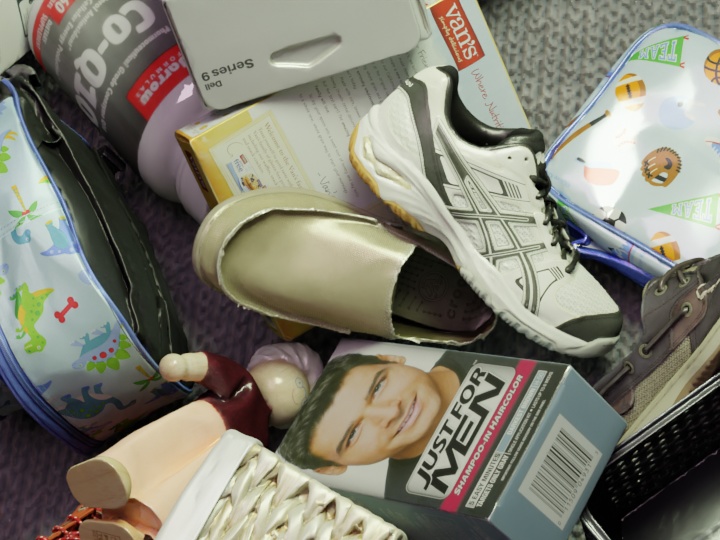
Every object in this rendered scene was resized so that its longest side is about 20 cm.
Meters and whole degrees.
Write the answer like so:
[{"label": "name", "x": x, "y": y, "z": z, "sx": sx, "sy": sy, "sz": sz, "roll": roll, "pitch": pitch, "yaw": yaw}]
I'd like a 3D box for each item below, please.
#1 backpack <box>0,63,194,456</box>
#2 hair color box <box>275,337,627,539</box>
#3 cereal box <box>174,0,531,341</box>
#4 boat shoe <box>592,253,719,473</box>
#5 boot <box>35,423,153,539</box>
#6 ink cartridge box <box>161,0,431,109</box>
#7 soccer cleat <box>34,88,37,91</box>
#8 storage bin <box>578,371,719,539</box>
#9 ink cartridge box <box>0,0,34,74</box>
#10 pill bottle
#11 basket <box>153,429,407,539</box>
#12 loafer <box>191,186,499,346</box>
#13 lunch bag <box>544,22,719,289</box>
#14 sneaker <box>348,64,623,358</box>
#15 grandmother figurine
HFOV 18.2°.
[{"label": "backpack", "x": -0.196, "y": 0.012, "z": 1.357, "sx": 0.147, "sy": 0.183, "sz": 0.201, "roll": -32, "pitch": 66, "yaw": 4}, {"label": "hair color box", "x": 0.044, "y": 0.101, "z": 1.262, "sx": 0.199, "sy": 0.061, "sz": 0.099, "roll": 4, "pitch": 57, "yaw": 52}, {"label": "cereal box", "x": 0.005, "y": -0.068, "z": 1.363, "sx": 0.199, "sy": 0.144, "sz": 0.040, "roll": -30, "pitch": 21, "yaw": -12}, {"label": "boat shoe", "x": 0.185, "y": 0.027, "z": 1.261, "sx": 0.065, "sy": 0.072, "sz": 0.201, "roll": 38, "pitch": 121, "yaw": 16}, {"label": "boot", "x": -0.148, "y": 0.164, "z": 1.303, "sx": 0.075, "sy": 0.107, "sz": 0.201, "roll": 13, "pitch": 64, "yaw": 22}, {"label": "ink cartridge box", "x": -0.046, "y": -0.200, "z": 1.361, "sx": 0.145, "sy": 0.084, "sz": 0.200, "roll": -18, "pitch": 36, "yaw": 4}, {"label": "soccer cleat", "x": -0.302, "y": -0.093, "z": 1.466, "sx": 0.199, "sy": 0.068, "sz": 0.081, "roll": -29, "pitch": 35, "yaw": -33}, {"label": "storage bin", "x": 0.232, "y": 0.130, "z": 1.234, "sx": 0.200, "sy": 0.094, "sz": 0.135, "roll": -35, "pitch": 60, "yaw": -5}, {"label": "ink cartridge box", "x": -0.277, "y": -0.199, "z": 1.496, "sx": 0.146, "sy": 0.086, "sz": 0.200, "roll": 15, "pitch": 40, "yaw": 21}, {"label": "pill bottle", "x": -0.117, "y": -0.116, "z": 1.442, "sx": 0.114, "sy": 0.114, "sz": 0.200, "roll": -39, "pitch": 60, "yaw": -9}, {"label": "basket", "x": -0.061, "y": 0.215, "z": 1.239, "sx": 0.123, "sy": 0.136, "sz": 0.201, "roll": 25, "pitch": 70, "yaw": 20}, {"label": "loafer", "x": 0.000, "y": 0.000, "z": 1.318, "sx": 0.199, "sy": 0.068, "sz": 0.076, "roll": 8, "pitch": 101, "yaw": -22}, {"label": "lunch bag", "x": 0.210, "y": -0.048, "z": 1.349, "sx": 0.199, "sy": 0.076, "sz": 0.161, "roll": 32, "pitch": 76, "yaw": 26}, {"label": "sneaker", "x": 0.088, "y": -0.035, "z": 1.302, "sx": 0.200, "sy": 0.076, "sz": 0.088, "roll": 42, "pitch": 109, "yaw": -6}, {"label": "grandmother figurine", "x": -0.086, "y": 0.101, "z": 1.307, "sx": 0.060, "sy": 0.122, "sz": 0.200, "roll": 16, "pitch": 33, "yaw": 29}]
